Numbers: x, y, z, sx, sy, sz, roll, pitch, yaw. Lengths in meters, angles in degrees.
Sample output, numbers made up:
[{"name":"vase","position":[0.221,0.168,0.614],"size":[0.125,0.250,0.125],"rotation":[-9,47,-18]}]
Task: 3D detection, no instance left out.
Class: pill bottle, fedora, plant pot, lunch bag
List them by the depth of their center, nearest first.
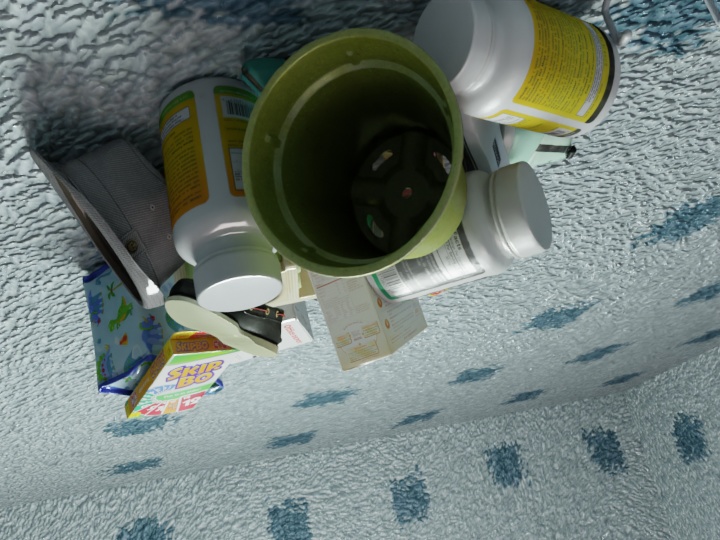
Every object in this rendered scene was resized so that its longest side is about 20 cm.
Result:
[{"name":"plant pot","position":[0.019,-0.087,0.662],"size":[0.196,0.206,0.184],"rotation":[-21,167,17]},{"name":"pill bottle","position":[0.148,-0.198,0.680],"size":[0.196,0.115,0.112],"rotation":[3,153,-37]},{"name":"pill bottle","position":[-0.131,-0.071,0.689],"size":[0.108,0.205,0.112],"rotation":[-11,158,-5]},{"name":"fedora","position":[-0.241,-0.061,0.737],"size":[0.090,0.203,0.176],"rotation":[-38,-158,-20]},{"name":"pill bottle","position":[0.103,-0.041,0.788],"size":[0.196,0.117,0.112],"rotation":[-17,159,31]},{"name":"lunch bag","position":[-0.278,0.084,1.003],"size":[0.125,0.174,0.199],"rotation":[-27,156,22]}]

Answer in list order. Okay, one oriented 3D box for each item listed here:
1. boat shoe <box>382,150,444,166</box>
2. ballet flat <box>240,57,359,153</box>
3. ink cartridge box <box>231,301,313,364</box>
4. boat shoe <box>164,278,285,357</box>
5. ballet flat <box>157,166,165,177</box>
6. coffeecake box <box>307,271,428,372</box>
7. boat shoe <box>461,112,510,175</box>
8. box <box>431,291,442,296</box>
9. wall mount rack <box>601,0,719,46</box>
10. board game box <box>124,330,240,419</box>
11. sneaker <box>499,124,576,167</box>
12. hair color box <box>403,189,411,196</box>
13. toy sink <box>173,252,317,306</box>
[{"name":"boat shoe","position":[0.056,-0.145,0.804],"size":[0.072,0.071,0.199],"rotation":[-20,156,19]},{"name":"ballet flat","position":[-0.045,-0.169,0.713],"size":[0.070,0.068,0.199],"rotation":[-42,151,7]},{"name":"ink cartridge box","position":[-0.190,0.088,1.184],"size":[0.194,0.088,0.147],"rotation":[-17,158,2]},{"name":"boat shoe","position":[-0.148,0.044,0.799],"size":[0.072,0.065,0.201],"rotation":[3,163,24]},{"name":"ballet flat","position":[-0.147,-0.090,0.806],"size":[0.194,0.074,0.068],"rotation":[-11,155,-7]},{"name":"coffeecake box","position":[0.000,0.000,0.880],"size":[0.072,0.205,0.153],"rotation":[-20,179,23]},{"name":"boat shoe","position":[0.120,-0.151,0.802],"size":[0.066,0.073,0.201],"rotation":[6,146,30]},{"name":"box","position":[0.179,-0.022,1.201],"size":[0.197,0.051,0.074],"rotation":[-27,155,29]},{"name":"wall mount rack","position":[0.300,-0.282,0.625],"size":[0.194,0.076,0.175],"rotation":[-13,157,-7]},{"name":"board game box","position":[-0.226,0.132,0.910],"size":[0.094,0.031,0.201],"rotation":[-1,145,-39]},{"name":"sneaker","position":[0.206,-0.130,0.920],"size":[0.114,0.076,0.202],"rotation":[-3,154,-10]},{"name":"hair color box","position":[0.042,-0.065,0.999],"size":[0.197,0.063,0.101],"rotation":[-26,156,28]},{"name":"toy sink","position":[-0.130,-0.033,0.877],"size":[0.194,0.134,0.113],"rotation":[-10,158,-8]}]
